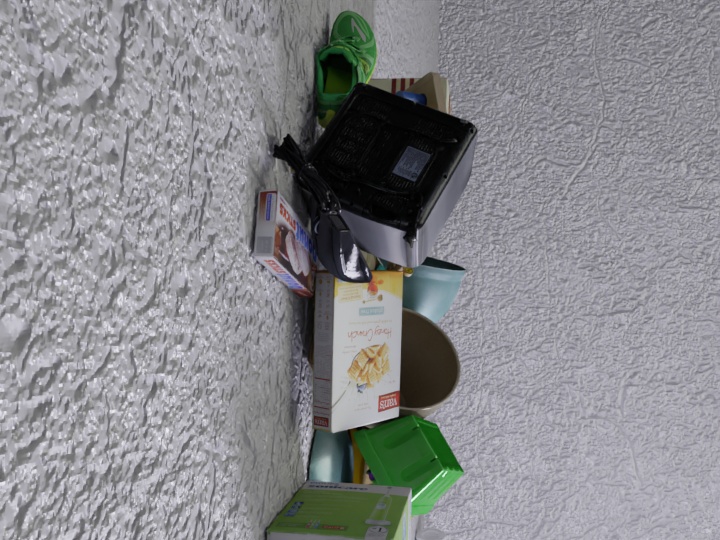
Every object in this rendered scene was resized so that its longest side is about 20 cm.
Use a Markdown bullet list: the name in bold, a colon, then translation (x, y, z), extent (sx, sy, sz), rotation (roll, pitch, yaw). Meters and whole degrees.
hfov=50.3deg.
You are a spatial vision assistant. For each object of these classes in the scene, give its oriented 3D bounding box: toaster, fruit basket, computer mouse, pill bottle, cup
- **toaster**: translation (0.032, -0.116, 0.976), extent (0.200, 0.180, 0.119), rotation (-59, 161, -22)
- **fruit basket**: translation (0.043, 0.324, 1.159), extent (0.156, 0.215, 0.216), rotation (59, -4, 23)
- **computer mouse**: translation (-0.052, -0.063, 0.882), extent (0.141, 0.046, 0.200), rotation (55, -5, 31)
- **pill bottle**: translation (0.254, 1.045, 2.762), extent (0.113, 0.113, 0.201), rotation (-41, 131, -77)
- **cup**: translation (0.043, 0.178, 1.242), extent (0.201, 0.200, 0.143), rotation (-79, -172, -46)

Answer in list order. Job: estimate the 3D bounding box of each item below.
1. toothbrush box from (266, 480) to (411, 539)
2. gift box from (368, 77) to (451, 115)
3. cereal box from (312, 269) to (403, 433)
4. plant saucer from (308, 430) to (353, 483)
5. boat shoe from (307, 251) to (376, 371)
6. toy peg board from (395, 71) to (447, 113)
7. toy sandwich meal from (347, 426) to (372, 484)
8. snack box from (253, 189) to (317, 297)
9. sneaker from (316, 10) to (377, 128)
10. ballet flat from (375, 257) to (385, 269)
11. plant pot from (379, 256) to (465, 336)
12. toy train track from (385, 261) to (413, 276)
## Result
- **toothbrush box**: translation (-0.019, 0.327, 0.933), extent (0.200, 0.145, 0.087), rotation (-12, 103, -81)
- **gift box**: translation (0.097, -0.238, 1.416), extent (0.185, 0.199, 0.188), rotation (49, 44, -69)
- **cereal box**: translation (-0.001, 0.099, 0.995), extent (0.144, 0.039, 0.201), rotation (-1, 92, -51)
- **plant saucer**: translation (-0.038, 0.308, 1.137), extent (0.201, 0.039, 0.202), rotation (1, 90, -80)
- **boat shoe**: translation (-0.039, 0.046, 1.051), extent (0.064, 0.071, 0.201), rotation (38, 54, -34)
- **toy peg board**: translation (0.043, -0.185, 1.213), extent (0.200, 0.098, 0.200), rotation (-25, -111, 52)
- **toy sandwich meal**: translation (0.004, 0.320, 1.324), extent (0.205, 0.070, 0.206), rotation (6, 90, -81)
- **snack box**: translation (-0.081, -0.025, 0.873), extent (0.200, 0.024, 0.072), rotation (57, 34, -74)
- **sneaker**: translation (-0.019, -0.289, 1.062), extent (0.084, 0.074, 0.201), rotation (82, 13, -62)
- **ballet flat**: translation (0.000, 0.000, 1.184), extent (0.070, 0.069, 0.200), rotation (-78, 155, -46)
- **plant pot**: translation (0.073, 0.040, 1.352), extent (0.200, 0.199, 0.135), rotation (-29, 132, -79)
- **toy train track**: translation (0.059, -0.011, 1.133), extent (0.115, 0.032, 0.201), rotation (-51, -162, 51)
